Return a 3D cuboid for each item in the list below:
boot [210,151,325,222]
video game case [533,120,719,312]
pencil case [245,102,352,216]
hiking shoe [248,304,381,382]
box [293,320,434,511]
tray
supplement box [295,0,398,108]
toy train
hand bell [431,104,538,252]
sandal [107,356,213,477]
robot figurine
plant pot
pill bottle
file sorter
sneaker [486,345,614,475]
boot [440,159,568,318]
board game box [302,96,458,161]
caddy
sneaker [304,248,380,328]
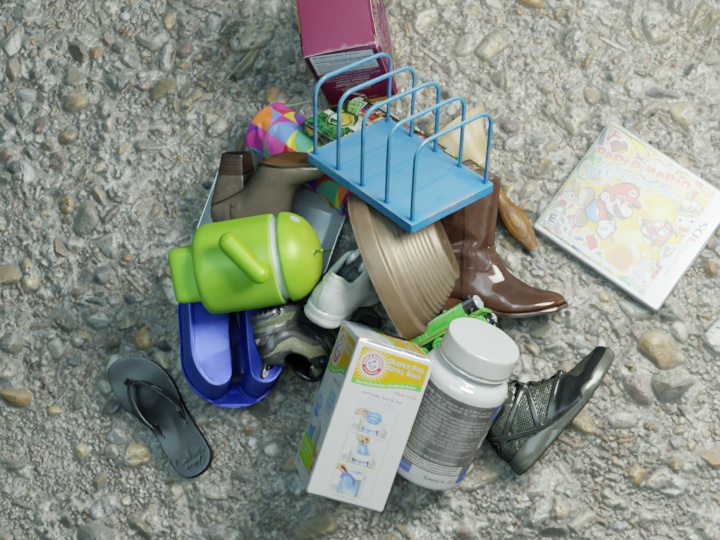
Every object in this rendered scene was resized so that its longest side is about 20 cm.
[{"bbox_3d":[-0.117,-0.083,1.761,0.199,0.070,0.147,7,109,36],"label":"boot"},{"bbox_3d":[0.362,-0.074,1.750,0.200,0.023,0.182,36,86,15],"label":"video game case"},{"bbox_3d":[-0.065,-0.149,1.799,0.200,0.088,0.088,38,87,23],"label":"pencil case"},{"bbox_3d":[-0.057,0.095,1.727,0.199,0.076,0.101,-2,86,-35],"label":"hiking shoe"},{"bbox_3d":[0.002,0.177,1.629,0.101,0.112,0.201,17,97,-14],"label":"box"},{"bbox_3d":[-0.122,-0.070,1.835,0.199,0.022,0.108,18,81,13],"label":"tray"},{"bbox_3d":[-0.017,-0.316,1.777,0.103,0.200,0.132,-8,75,8],"label":"supplement box"},{"bbox_3d":[0.088,0.095,1.730,0.199,0.042,0.057,-31,69,20],"label":"toy train"},{"bbox_3d":[0.178,-0.112,1.772,0.104,0.104,0.200,-34,88,1],"label":"hand bell"},{"bbox_3d":[-0.271,0.192,1.795,0.076,0.043,0.200,-43,75,-1],"label":"sandal"},{"bbox_3d":[-0.138,-0.009,1.668,0.199,0.175,0.116,-9,92,6],"label":"robot figurine"},{"bbox_3d":[0.065,-0.021,1.669,0.092,0.201,0.202,-23,75,10],"label":"plant pot"},{"bbox_3d":[0.116,0.166,1.653,0.113,0.114,0.201,32,117,15],"label":"pill bottle"},{"bbox_3d":[0.050,-0.165,1.620,0.138,0.123,0.200,-27,46,-32],"label":"file sorter"},{"bbox_3d":[0.233,0.155,1.696,0.114,0.076,0.200,43,93,9],"label":"sneaker"},{"bbox_3d":[0.180,-0.043,1.721,0.185,0.064,0.201,2,99,13],"label":"boot"},{"bbox_3d":[0.025,-0.167,1.737,0.105,0.024,0.200,-30,48,-31],"label":"board game box"},{"bbox_3d":[-0.172,0.082,1.772,0.141,0.105,0.201,-2,76,-13],"label":"caddy"},{"bbox_3d":[0.000,0.000,1.711,0.075,0.200,0.089,28,121,10],"label":"sneaker"}]
